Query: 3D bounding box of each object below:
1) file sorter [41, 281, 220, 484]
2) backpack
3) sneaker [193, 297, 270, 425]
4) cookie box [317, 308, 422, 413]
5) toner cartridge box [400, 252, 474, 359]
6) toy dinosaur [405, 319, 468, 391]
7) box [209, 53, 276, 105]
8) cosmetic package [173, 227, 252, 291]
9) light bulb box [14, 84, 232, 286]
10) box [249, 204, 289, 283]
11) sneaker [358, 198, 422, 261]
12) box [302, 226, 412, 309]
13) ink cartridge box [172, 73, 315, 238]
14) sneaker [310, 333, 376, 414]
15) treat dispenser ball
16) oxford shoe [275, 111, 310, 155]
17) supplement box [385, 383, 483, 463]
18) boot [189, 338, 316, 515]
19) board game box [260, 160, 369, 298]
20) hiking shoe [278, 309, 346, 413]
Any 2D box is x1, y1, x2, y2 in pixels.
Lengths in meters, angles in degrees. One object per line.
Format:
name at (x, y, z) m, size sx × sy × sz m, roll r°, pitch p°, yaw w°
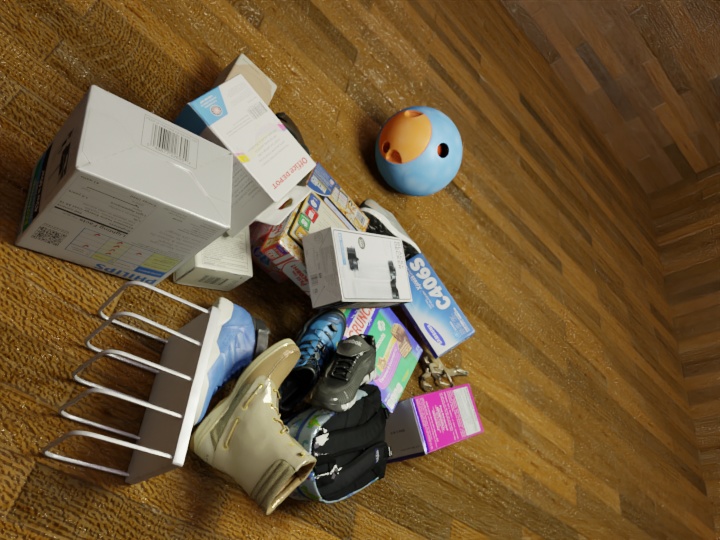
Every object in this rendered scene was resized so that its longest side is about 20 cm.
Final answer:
file sorter at (-0.276, 0.133, 0.723) m, size 0.124 × 0.138 × 0.201 m, roll 30°, pitch 49°, yaw -31°
backpack at (-0.048, 0.272, 0.901) m, size 0.200 × 0.152 × 0.165 m, roll -18°, pitch 104°, yaw -72°
sneaker at (-0.186, 0.143, 0.864) m, size 0.111 × 0.077 × 0.201 m, roll 29°, pitch 43°, yaw -23°
cookie box at (0.006, 0.137, 1.089) m, size 0.200 × 0.075 × 0.171 m, roll 51°, pitch 42°, yaw -14°
toner cartridge box at (0.140, 0.071, 1.227) m, size 0.095 × 0.043 × 0.201 m, roll -31°, pitch 74°, yaw -9°
toy dinosaur at (0.147, 0.197, 1.248) m, size 0.200 × 0.058 × 0.101 m, roll 38°, pitch 29°, yaw -23°
box at (-0.229, -0.281, 1.053) m, size 0.095 × 0.077 × 0.201 m, roll 38°, pitch 45°, yaw -29°
cosmetic package at (-0.236, -0.078, 0.935) m, size 0.103 × 0.073 × 0.202 m, roll 14°, pitch 59°, yaw -43°
light bulb box at (-0.302, -0.094, 0.768) m, size 0.197 × 0.199 × 0.126 m, roll 23°, pitch 52°, yaw -40°
box at (-0.122, -0.094, 1.054) m, size 0.103 × 0.094 × 0.201 m, roll 42°, pitch 43°, yaw -27°
sneaker at (0.069, -0.079, 1.286) m, size 0.200 × 0.074 × 0.080 m, roll 43°, pitch 37°, yaw -23°
box at (0.000, 0.000, 0.954) m, size 0.199 × 0.060 × 0.118 m, roll 6°, pitch 71°, yaw -54°
ink cartridge box at (-0.177, -0.158, 0.884) m, size 0.200 × 0.125 × 0.129 m, roll 50°, pitch 42°, yaw -11°
sneaker at (-0.022, 0.146, 0.904) m, size 0.200 × 0.066 × 0.091 m, roll -27°, pitch 126°, yaw -67°
treat dispenser ball at (0.132, -0.272, 1.359) m, size 0.200 × 0.200 × 0.202 m, roll 26°, pitch 52°, yaw -38°
oxford shoe at (-0.154, -0.252, 1.090) m, size 0.200 × 0.072 × 0.085 m, roll 15°, pitch 53°, yaw -83°
supplement box at (0.131, 0.287, 1.126) m, size 0.199 × 0.101 × 0.104 m, roll 3°, pitch 67°, yaw -49°
boot at (-0.112, 0.205, 0.805) m, size 0.200 × 0.155 × 0.073 m, roll -49°, pitch 154°, yaw -22°
board game box at (-0.067, -0.062, 0.986) m, size 0.152 × 0.046 × 0.201 m, roll 46°, pitch 42°, yaw -28°
hiking shoe at (-0.077, 0.145, 0.926) m, size 0.074 × 0.086 × 0.201 m, roll 44°, pitch 69°, yaw -21°
